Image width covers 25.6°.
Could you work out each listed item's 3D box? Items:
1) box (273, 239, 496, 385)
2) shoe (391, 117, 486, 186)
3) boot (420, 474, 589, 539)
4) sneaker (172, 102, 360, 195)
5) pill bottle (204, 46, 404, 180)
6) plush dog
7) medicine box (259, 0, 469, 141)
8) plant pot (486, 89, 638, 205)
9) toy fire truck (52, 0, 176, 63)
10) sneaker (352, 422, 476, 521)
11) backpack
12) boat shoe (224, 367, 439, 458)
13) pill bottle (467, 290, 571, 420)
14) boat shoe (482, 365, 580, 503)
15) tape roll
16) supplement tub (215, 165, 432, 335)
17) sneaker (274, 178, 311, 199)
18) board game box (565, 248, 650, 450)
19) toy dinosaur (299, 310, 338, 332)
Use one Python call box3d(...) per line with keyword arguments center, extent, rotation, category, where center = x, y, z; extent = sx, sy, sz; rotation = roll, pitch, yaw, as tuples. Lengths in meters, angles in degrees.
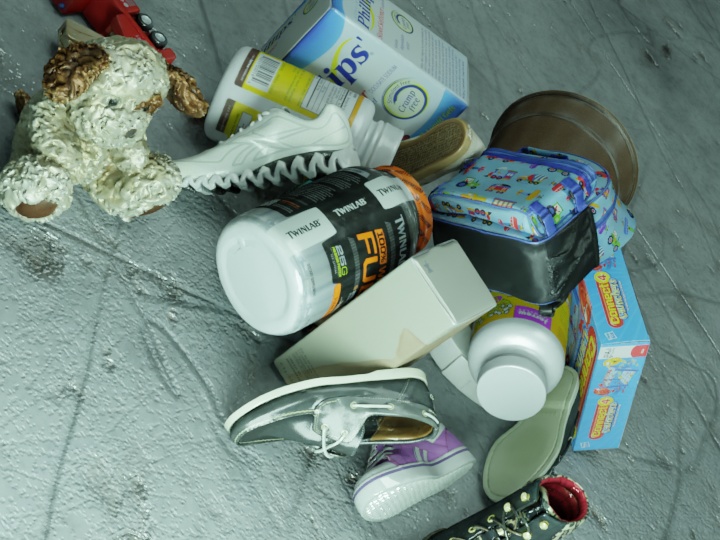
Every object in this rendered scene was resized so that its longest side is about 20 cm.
box3d(center=(0.023, 0.059, 1.524), extent=(0.078, 0.200, 0.095), rotation=(57, 34, 7), category="box")
box3d(center=(0.049, -0.113, 1.766), extent=(0.053, 0.200, 0.070), rotation=(22, 58, -51), category="shoe")
box3d(center=(0.108, 0.251, 1.461), extent=(0.203, 0.154, 0.074), rotation=(-1, 55, -51), category="boot")
box3d(center=(-0.103, -0.122, 1.611), extent=(0.075, 0.200, 0.081), rotation=(-175, -103, -89), category="sneaker")
box3d(center=(-0.059, -0.155, 1.705), extent=(0.200, 0.109, 0.109), rotation=(24, 34, -2), category="pill bottle")
box3d(center=(-0.243, -0.148, 1.464), extent=(0.200, 0.172, 0.161), rotation=(-1, 55, -50), category="plush dog")
box3d(center=(-0.008, -0.211, 1.806), extent=(0.200, 0.182, 0.103), rotation=(32, 34, -23), category="medicine box")
box3d(center=(0.218, -0.093, 1.959), extent=(0.200, 0.200, 0.198), rotation=(45, 40, -3), category="plant pot")
box3d(center=(-0.267, -0.233, 1.647), extent=(0.200, 0.049, 0.141), rotation=(52, 32, 7), category="toy fire truck")
box3d(center=(0.025, 0.174, 1.538), extent=(0.114, 0.073, 0.200), rotation=(52, 21, 14), category="sneaker")
box3d(center=(0.191, -0.063, 1.697), extent=(0.200, 0.182, 0.135), rotation=(-35, 127, -33), category="backpack")
box3d(center=(-0.024, 0.138, 1.455), extent=(0.200, 0.072, 0.068), rotation=(-6, 60, -19), category="boat shoe")
box3d(center=(0.172, 0.072, 1.715), extent=(0.104, 0.104, 0.200), rotation=(38, 33, -15), category="pill bottle")
box3d(center=(0.190, 0.191, 1.709), extent=(0.199, 0.074, 0.066), rotation=(-63, 146, -44), category="boat shoe")
box3d(center=(0.146, 0.075, 1.815), extent=(0.203, 0.037, 0.203), rotation=(32, 34, -25), category="tape roll")
box3d(center=(-0.030, -0.026, 1.528), extent=(0.200, 0.123, 0.123), rotation=(-28, 77, -39), category="supplement tub")
box3d(center=(-0.079, -0.039, 1.619), extent=(0.078, 0.091, 0.200), rotation=(40, 32, -10), category="sneaker")
box3d(center=(0.264, 0.070, 1.815), extent=(0.056, 0.200, 0.196), rotation=(-3, 48, -7), category="board game box")
box3d(center=(0.000, 0.000, 1.685), extent=(0.135, 0.086, 0.200), rotation=(31, 29, -13), category="toy dinosaur")
